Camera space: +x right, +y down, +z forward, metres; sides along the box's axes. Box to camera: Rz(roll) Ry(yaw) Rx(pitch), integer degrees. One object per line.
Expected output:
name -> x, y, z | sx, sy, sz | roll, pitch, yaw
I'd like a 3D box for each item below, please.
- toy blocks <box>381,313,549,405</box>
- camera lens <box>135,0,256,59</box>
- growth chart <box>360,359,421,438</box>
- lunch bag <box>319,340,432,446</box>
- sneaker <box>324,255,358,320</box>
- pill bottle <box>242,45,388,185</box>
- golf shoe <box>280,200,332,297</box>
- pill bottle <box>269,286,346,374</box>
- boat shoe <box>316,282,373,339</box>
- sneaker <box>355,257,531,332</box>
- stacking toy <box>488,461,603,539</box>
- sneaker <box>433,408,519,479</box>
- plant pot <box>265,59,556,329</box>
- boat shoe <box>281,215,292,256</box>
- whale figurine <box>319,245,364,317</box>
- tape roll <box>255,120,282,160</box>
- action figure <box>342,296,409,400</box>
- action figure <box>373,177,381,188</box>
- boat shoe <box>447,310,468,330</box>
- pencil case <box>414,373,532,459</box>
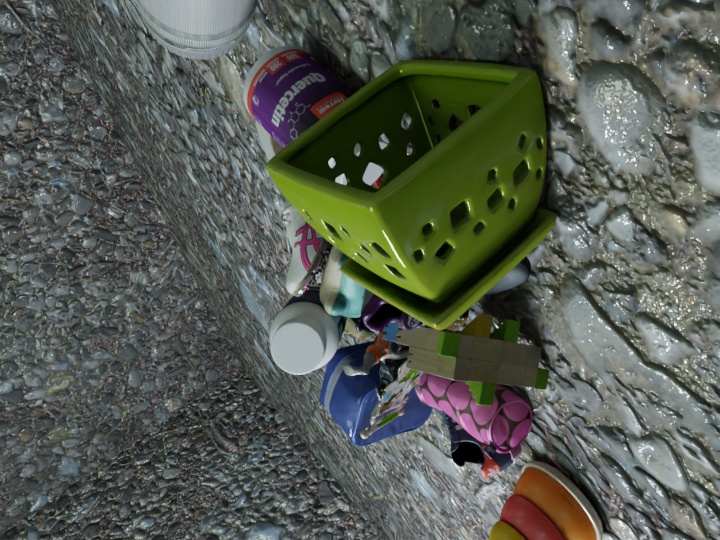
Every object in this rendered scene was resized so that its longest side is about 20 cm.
toy blocks -> 0.118, 0.100, 0.796 | 0.136, 0.199, 0.100 | 6, 85, 51
camera lens -> -0.205, -0.380, 0.813 | 0.160, 0.160, 0.200 | 55, 161, 3
growth chart -> 0.067, 0.164, 0.940 | 0.018, 0.145, 0.200 | 41, 120, 20
lunch bag -> 0.036, 0.195, 1.119 | 0.132, 0.199, 0.136 | 43, 126, 42
sneaker -> -0.031, 0.009, 1.152 | 0.082, 0.073, 0.201 | 33, 150, 48
pill bottle -> -0.054, -0.190, 0.828 | 0.200, 0.112, 0.113 | 46, 159, 25
golf shoe -> -0.080, -0.062, 0.966 | 0.092, 0.201, 0.073 | 19, 176, 0
pill bottle -> -0.086, 0.098, 1.057 | 0.111, 0.111, 0.200 | 58, -171, -6
boat shoe -> -0.038, 0.089, 1.268 | 0.073, 0.063, 0.201 | 14, -165, -38
sneaker -> 0.089, 0.031, 0.718 | 0.199, 0.088, 0.074 | -11, 133, 31
stacking toy -> 0.231, 0.387, 0.933 | 0.146, 0.200, 0.146 | 47, 159, 25
sneaker -> 0.166, 0.270, 1.079 | 0.200, 0.084, 0.075 | 29, 147, 54
plant pot -> 0.060, -0.070, 0.631 | 0.199, 0.200, 0.182 | 29, 153, 51
boat shoe -> -0.096, -0.077, 1.072 | 0.074, 0.065, 0.200 | 47, 160, 23
whale figurine -> 0.000, 0.000, 0.979 | 0.103, 0.160, 0.200 | 21, 160, 6
tape roll -> -0.103, -0.189, 1.064 | 0.203, 0.037, 0.203 | 48, 160, 24
action figure -> 0.060, 0.113, 0.952 | 0.104, 0.193, 0.201 | 10, 99, 37
action figure -> 0.048, -0.035, 0.909 | 0.052, 0.065, 0.201 | -22, 102, 39
boat shoe -> 0.105, 0.010, 0.834 | 0.073, 0.063, 0.201 | 6, 146, 14
pencil case -> 0.163, 0.201, 0.976 | 0.200, 0.091, 0.094 | 27, 147, 59
